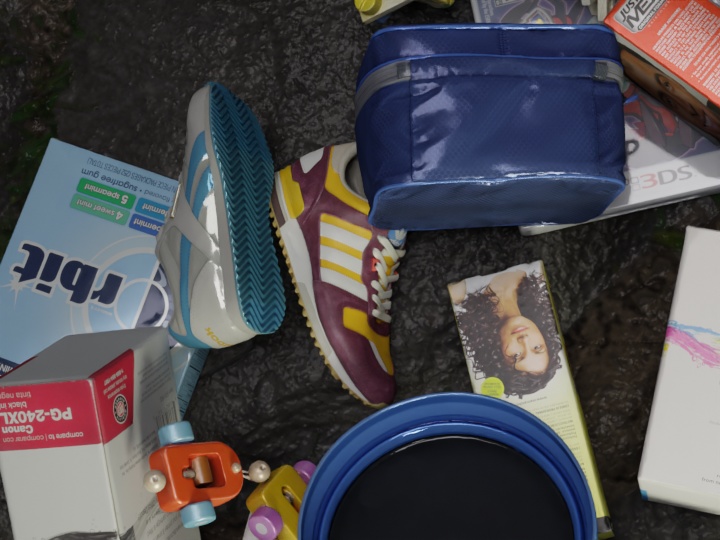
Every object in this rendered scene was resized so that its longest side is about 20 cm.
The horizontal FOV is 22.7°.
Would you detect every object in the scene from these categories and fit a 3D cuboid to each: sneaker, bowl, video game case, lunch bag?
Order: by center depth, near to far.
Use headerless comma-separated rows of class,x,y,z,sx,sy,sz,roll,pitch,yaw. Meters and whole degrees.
bowl,0.058,0.178,1.194,0.200,0.039,0.201,-4,57,7
lunch bag,0.097,-0.108,1.249,0.199,0.136,0.133,-2,78,-8
sneaker,-0.109,-0.042,1.290,0.081,0.076,0.201,-18,64,30
sneaker,0.000,0.000,1.306,0.090,0.075,0.200,-25,75,10
video game case,0.187,-0.140,1.331,0.182,0.023,0.201,-13,75,7

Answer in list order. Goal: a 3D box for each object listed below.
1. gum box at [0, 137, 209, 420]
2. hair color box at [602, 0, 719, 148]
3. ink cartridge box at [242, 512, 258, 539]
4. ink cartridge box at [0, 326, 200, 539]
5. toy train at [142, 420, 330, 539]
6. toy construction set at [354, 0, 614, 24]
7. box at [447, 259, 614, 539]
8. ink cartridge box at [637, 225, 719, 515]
gum box,-0.190,0.021,1.352,0.169,0.045,0.201,18,81,13
hair color box,0.266,-0.123,1.250,0.200,0.102,0.061,39,87,16
ink cartridge box,-0.014,0.270,1.263,0.176,0.045,0.201,13,81,14
ink cartridge box,-0.177,0.154,1.232,0.083,0.145,0.201,-6,100,14
toy train,-0.079,0.199,1.211,0.056,0.150,0.201,-31,74,41
toy construction set,0.097,-0.241,1.307,0.199,0.092,0.132,4,82,11
box,0.121,0.099,1.275,0.075,0.050,0.201,-16,76,7
ink cartridge box,0.269,0.064,1.215,0.125,0.129,0.201,10,79,13
